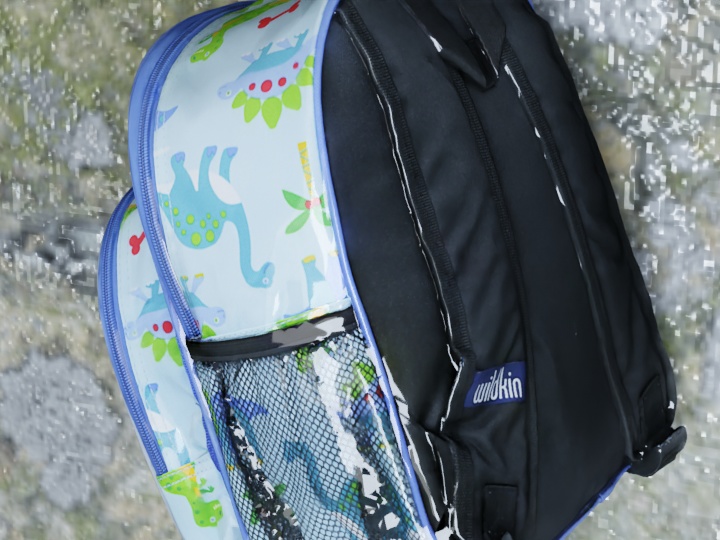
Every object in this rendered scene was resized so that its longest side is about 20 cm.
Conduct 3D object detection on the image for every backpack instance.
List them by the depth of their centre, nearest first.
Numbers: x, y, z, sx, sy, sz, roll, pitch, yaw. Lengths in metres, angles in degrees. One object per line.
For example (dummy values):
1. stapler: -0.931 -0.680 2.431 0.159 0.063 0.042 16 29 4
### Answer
1. backpack: 0.000 0.000 0.683 0.146 0.183 0.201 -11 99 33

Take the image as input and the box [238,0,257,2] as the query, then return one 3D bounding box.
1. box: 0.039 -0.161 0.687 0.199 0.068 0.083 -19 93 31
